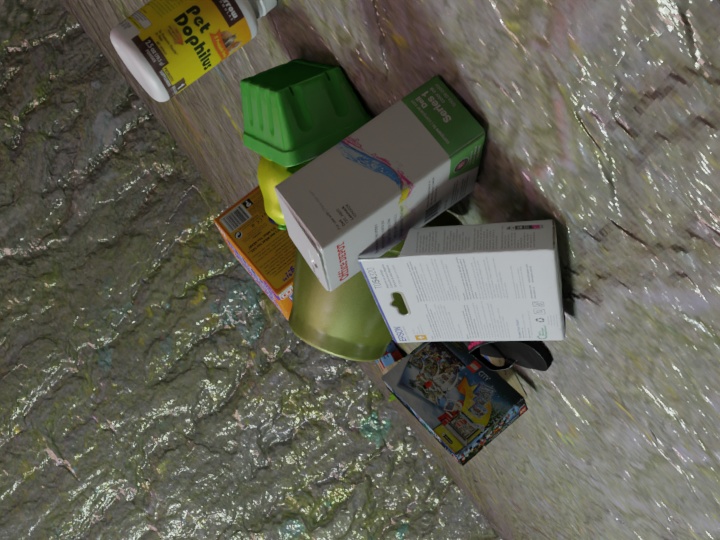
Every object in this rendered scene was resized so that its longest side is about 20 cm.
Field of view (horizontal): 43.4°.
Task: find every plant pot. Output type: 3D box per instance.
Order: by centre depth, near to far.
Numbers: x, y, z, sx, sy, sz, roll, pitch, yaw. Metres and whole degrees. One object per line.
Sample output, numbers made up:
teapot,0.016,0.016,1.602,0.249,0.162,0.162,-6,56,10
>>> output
plant pot,0.000,0.000,1.113,0.199,0.194,0.200,18,-166,-5

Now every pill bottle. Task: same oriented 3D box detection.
pill bottle,-0.207,-0.311,1.145,0.109,0.200,0.109,49,171,11

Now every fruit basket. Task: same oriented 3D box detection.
fruit basket,-0.076,-0.165,1.210,0.216,0.155,0.216,56,162,29

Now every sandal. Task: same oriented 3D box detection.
sandal,0.189,0.112,1.271,0.075,0.045,0.200,49,165,-20

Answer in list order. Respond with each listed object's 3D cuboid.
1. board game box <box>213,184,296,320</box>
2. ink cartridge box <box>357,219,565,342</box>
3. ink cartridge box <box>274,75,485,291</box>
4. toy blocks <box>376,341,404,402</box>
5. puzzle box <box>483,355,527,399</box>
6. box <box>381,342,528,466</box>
board game box,-0.127,-0.051,1.753,0.200,0.200,0.200,48,170,19
ink cartridge box,0.115,0.018,0.974,0.197,0.199,0.043,66,-153,-56
ink cartridge box,0.020,-0.083,0.922,0.084,0.200,0.145,52,171,15
toy blocks,0.082,0.240,2.241,0.137,0.100,0.200,61,173,9
puzzle box,0.186,0.120,1.449,0.133,0.025,0.200,39,165,54
box,0.145,0.192,1.420,0.200,0.136,0.038,43,166,41
